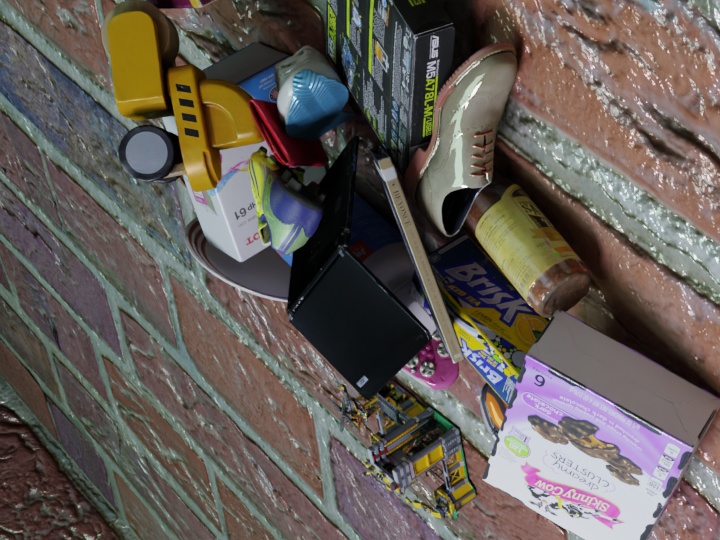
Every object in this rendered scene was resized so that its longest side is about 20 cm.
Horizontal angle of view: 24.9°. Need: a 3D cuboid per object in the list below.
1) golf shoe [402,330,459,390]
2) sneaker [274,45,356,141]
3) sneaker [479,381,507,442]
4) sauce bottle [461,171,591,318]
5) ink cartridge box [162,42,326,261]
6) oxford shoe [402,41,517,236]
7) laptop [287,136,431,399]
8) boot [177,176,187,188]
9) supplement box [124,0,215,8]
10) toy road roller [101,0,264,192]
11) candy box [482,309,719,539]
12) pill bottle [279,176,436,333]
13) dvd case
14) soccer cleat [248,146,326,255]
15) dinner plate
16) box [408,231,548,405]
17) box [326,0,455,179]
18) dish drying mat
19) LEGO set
[{"bbox_3d":[0.047,0.067,1.857,0.200,0.075,0.092,48,171,29],"label":"golf shoe"},{"bbox_3d":[-0.057,-0.186,1.659,0.081,0.076,0.200,60,-179,4],"label":"sneaker"},{"bbox_3d":[0.212,0.177,1.649,0.200,0.078,0.112,48,153,-3],"label":"sneaker"},{"bbox_3d":[0.136,-0.045,1.513,0.200,0.066,0.066,54,158,30],"label":"sauce bottle"},{"bbox_3d":[-0.126,-0.133,1.843,0.085,0.144,0.200,28,143,49],"label":"ink cartridge box"},{"bbox_3d":[0.103,-0.116,1.454,0.074,0.071,0.200,59,146,31],"label":"oxford shoe"},{"bbox_3d":[0.000,0.000,1.654,0.177,0.103,0.201,131,149,-57],"label":"laptop"},{"bbox_3d":[-0.151,-0.101,2.068,0.166,0.072,0.201,9,127,46],"label":"boot"},{"bbox_3d":[-0.174,-0.342,1.696,0.200,0.131,0.103,16,132,60],"label":"supplement box"},{"bbox_3d":[-0.177,-0.181,1.677,0.123,0.145,0.201,-46,-54,-88],"label":"toy road roller"},{"bbox_3d":[0.217,0.158,1.499,0.167,0.072,0.200,29,140,15],"label":"candy box"},{"bbox_3d":[0.002,-0.004,1.786,0.200,0.112,0.112,43,153,31],"label":"pill bottle"},{"bbox_3d":[0.053,-0.019,1.550,0.149,0.016,0.201,-104,-7,-82],"label":"dvd case"},{"bbox_3d":[-0.089,-0.071,1.673,0.065,0.084,0.200,26,-171,-20],"label":"soccer cleat"},{"bbox_3d":[-0.114,-0.010,1.922,0.200,0.200,0.024,41,123,36],"label":"dinner plate"},{"bbox_3d":[0.138,0.060,1.640,0.200,0.070,0.064,49,153,22],"label":"box"},{"bbox_3d":[0.023,-0.214,1.512,0.200,0.047,0.193,91,157,-52],"label":"box"},{"bbox_3d":[-0.075,-0.140,1.687,0.077,0.018,0.200,59,-170,2],"label":"dish drying mat"},{"bbox_3d":[0.039,0.231,1.995,0.200,0.116,0.154,42,152,36],"label":"LEGO set"}]
